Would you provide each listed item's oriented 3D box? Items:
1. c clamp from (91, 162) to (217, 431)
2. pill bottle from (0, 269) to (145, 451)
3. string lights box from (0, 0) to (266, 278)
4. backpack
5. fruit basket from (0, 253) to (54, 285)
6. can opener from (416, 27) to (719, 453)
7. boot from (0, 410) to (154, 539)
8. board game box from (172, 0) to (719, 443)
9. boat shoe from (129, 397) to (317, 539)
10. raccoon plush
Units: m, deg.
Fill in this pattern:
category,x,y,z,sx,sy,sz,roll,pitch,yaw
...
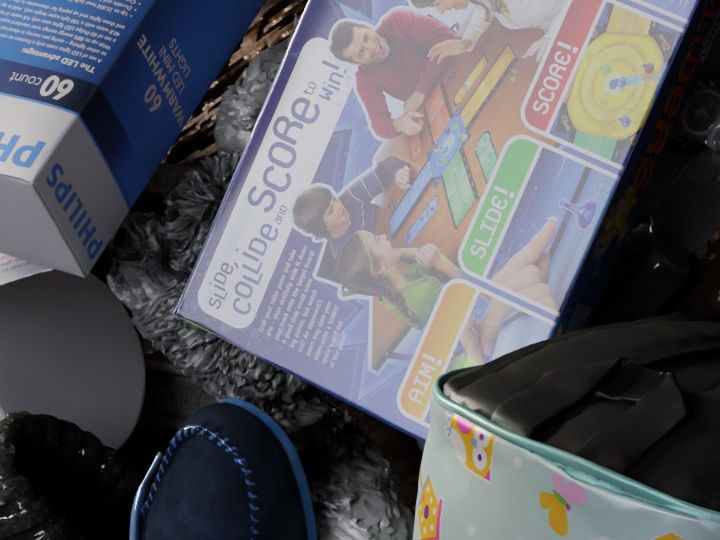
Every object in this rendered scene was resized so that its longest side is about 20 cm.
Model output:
category,x,y,z,sx,sy,sz,roll,pitch,yaw
c clamp,-0.083,-0.016,1.044,0.199,0.027,0.172,12,90,41
pill bottle,-0.186,0.061,1.049,0.199,0.113,0.114,-19,71,42
string lights box,-0.104,-0.102,0.936,0.102,0.059,0.201,15,60,29
backpack,0.109,0.094,0.751,0.175,0.199,0.154,23,101,39
fruit basket,-0.187,-0.038,1.015,0.184,0.094,0.201,-16,42,16
can opener,0.089,-0.012,0.895,0.200,0.053,0.067,-53,25,21
boot,-0.184,0.105,0.934,0.157,0.210,0.080,-30,53,39
board game box,0.034,-0.048,0.841,0.135,0.034,0.201,26,94,23
boat shoe,-0.063,0.145,0.879,0.084,0.068,0.201,25,119,37
raccoon plush,0.000,0.000,0.917,0.134,0.097,0.200,-48,68,15
